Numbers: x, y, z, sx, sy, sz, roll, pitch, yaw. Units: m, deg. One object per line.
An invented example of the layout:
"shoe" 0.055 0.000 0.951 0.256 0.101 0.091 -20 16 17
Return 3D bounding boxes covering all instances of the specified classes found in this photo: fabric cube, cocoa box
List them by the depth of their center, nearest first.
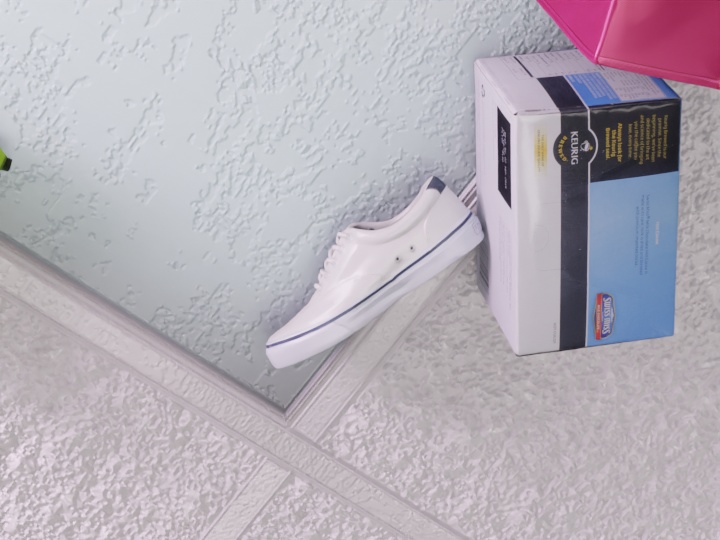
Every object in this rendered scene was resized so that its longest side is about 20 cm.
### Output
"fabric cube" 0.255 -0.251 1.391 0.198 0.196 0.201 10 111 -14
"cocoa box" 0.165 -0.056 1.496 0.130 0.134 0.202 -7 116 -9

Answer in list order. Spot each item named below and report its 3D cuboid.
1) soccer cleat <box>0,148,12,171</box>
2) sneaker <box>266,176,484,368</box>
"soccer cleat" -0.329 -0.022 1.461 0.081 0.068 0.201 24 108 -2
"sneaker" 0.000 0.000 1.536 0.199 0.073 0.071 -36 95 4
